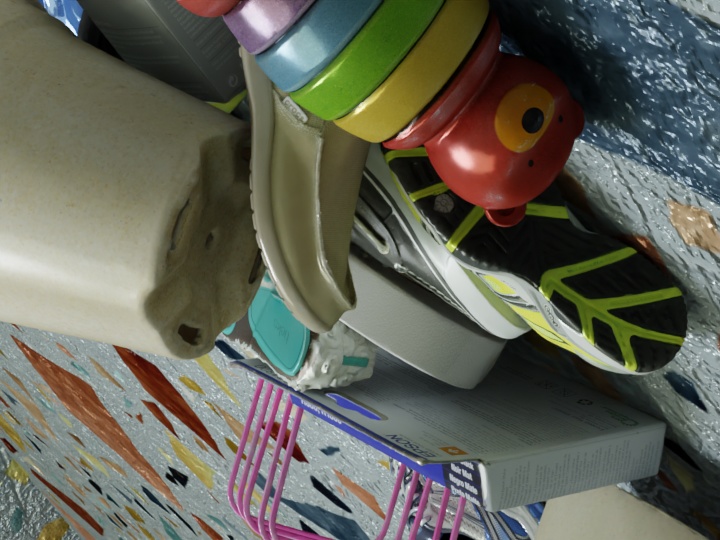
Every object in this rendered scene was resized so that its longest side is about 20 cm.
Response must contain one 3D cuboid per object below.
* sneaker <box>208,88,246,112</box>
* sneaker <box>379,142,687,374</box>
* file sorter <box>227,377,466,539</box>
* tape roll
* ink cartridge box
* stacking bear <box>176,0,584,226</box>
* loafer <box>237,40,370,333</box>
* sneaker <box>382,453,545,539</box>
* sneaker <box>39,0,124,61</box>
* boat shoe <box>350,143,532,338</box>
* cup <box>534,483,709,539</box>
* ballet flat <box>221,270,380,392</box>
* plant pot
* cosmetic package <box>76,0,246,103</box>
[{"bbox_3d":[-0.136,-0.068,1.344,0.199,0.075,0.077,-34,97,31],"label":"sneaker"},{"bbox_3d":[0.083,-0.012,1.131,0.200,0.075,0.076,45,163,1],"label":"sneaker"},{"bbox_3d":[-0.009,0.141,1.482,0.138,0.127,0.200,15,178,-11],"label":"file sorter"},{"bbox_3d":[0.000,0.000,1.278,0.202,0.037,0.203,34,-173,-5],"label":"tape roll"},{"bbox_3d":[0.050,0.091,1.288,0.199,0.199,0.041,24,112,49],"label":"ink cartridge box"},{"bbox_3d":[0.020,-0.108,1.001,0.200,0.122,0.114,40,162,-13],"label":"stacking bear"},{"bbox_3d":[-0.022,-0.068,1.105,0.076,0.068,0.202,-19,-79,-79],"label":"loafer"},{"bbox_3d":[0.060,0.172,1.606,0.200,0.085,0.077,38,162,21],"label":"sneaker"},{"bbox_3d":[-0.188,-0.138,1.312,0.111,0.201,0.077,37,-155,7],"label":"sneaker"},{"bbox_3d":[0.023,-0.038,1.187,0.064,0.071,0.200,-37,93,36],"label":"boat shoe"},{"bbox_3d":[0.175,0.236,1.317,0.199,0.144,0.200,32,172,5],"label":"cup"},{"bbox_3d":[-0.050,0.022,1.302,0.200,0.072,0.072,43,169,52],"label":"ballet flat"},{"bbox_3d":[-0.151,-0.041,1.165,0.182,0.201,0.201,18,154,23],"label":"plant pot"},{"bbox_3d":[-0.127,-0.193,1.167,0.201,0.090,0.107,55,160,-25],"label":"cosmetic package"}]
